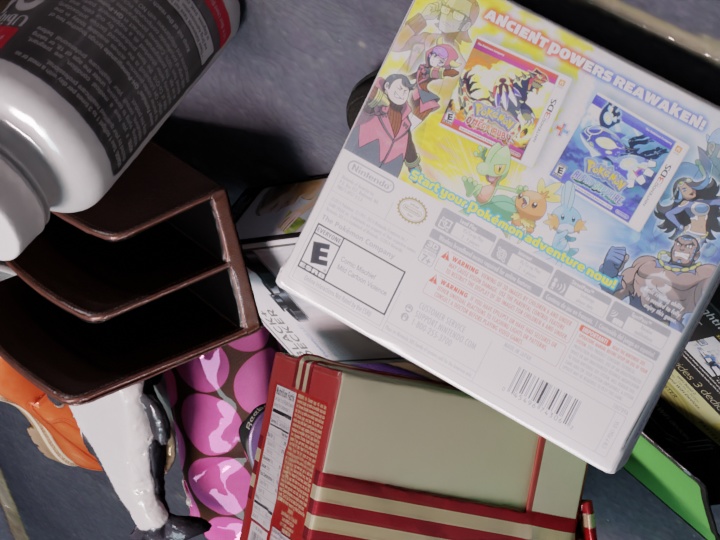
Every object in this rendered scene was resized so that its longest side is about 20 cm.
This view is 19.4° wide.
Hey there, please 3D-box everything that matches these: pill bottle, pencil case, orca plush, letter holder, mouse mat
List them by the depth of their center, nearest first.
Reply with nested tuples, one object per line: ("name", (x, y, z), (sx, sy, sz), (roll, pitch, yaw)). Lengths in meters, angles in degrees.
("pill bottle", (-0.164, -0.104, 1.187), (0.110, 0.200, 0.111), (28, 152, 16))
("mouse mat", (0.151, 0.097, 1.262), (0.161, 0.008, 0.200), (41, 176, 21))
("letter holder", (-0.176, -0.011, 1.335), (0.200, 0.142, 0.101), (33, 142, 55))
("orca plush", (-0.146, 0.095, 1.445), (0.105, 0.071, 0.200), (-3, 123, 43))
("pencil case", (-0.095, 0.101, 1.505), (0.093, 0.091, 0.201), (1, 115, 20))

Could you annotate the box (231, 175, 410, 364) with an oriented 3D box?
("box", (0.000, 0.000, 1.321), (0.117, 0.060, 0.200), (49, 152, -24))

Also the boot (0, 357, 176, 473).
("boot", (-0.201, 0.083, 1.499), (0.107, 0.075, 0.200), (15, 155, 31))

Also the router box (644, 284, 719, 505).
("router box", (0.188, 0.045, 1.172), (0.200, 0.052, 0.157), (45, 153, -17))

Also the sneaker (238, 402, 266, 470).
("sneaker", (-0.027, 0.163, 1.452), (0.087, 0.076, 0.200), (37, 154, 40))

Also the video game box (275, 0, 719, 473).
("video game box", (0.083, -0.028, 1.048), (0.200, 0.183, 0.047), (30, -168, 14))

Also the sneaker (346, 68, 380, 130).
("sneaker", (0.044, -0.030, 1.136), (0.200, 0.082, 0.073), (52, 147, 26))

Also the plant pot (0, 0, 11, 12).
("plant pot", (-0.256, -0.128, 1.314), (0.174, 0.201, 0.201), (10, 149, 10))

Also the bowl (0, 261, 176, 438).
("bowl", (-0.195, 0.035, 1.587), (0.201, 0.090, 0.201), (29, 154, 16))

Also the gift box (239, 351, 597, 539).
("gift box", (0.034, 0.160, 1.293), (0.186, 0.201, 0.185), (10, -176, -16))

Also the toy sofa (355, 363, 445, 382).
("toy sofa", (0.046, 0.128, 1.454), (0.199, 0.083, 0.098), (22, 152, 27))
